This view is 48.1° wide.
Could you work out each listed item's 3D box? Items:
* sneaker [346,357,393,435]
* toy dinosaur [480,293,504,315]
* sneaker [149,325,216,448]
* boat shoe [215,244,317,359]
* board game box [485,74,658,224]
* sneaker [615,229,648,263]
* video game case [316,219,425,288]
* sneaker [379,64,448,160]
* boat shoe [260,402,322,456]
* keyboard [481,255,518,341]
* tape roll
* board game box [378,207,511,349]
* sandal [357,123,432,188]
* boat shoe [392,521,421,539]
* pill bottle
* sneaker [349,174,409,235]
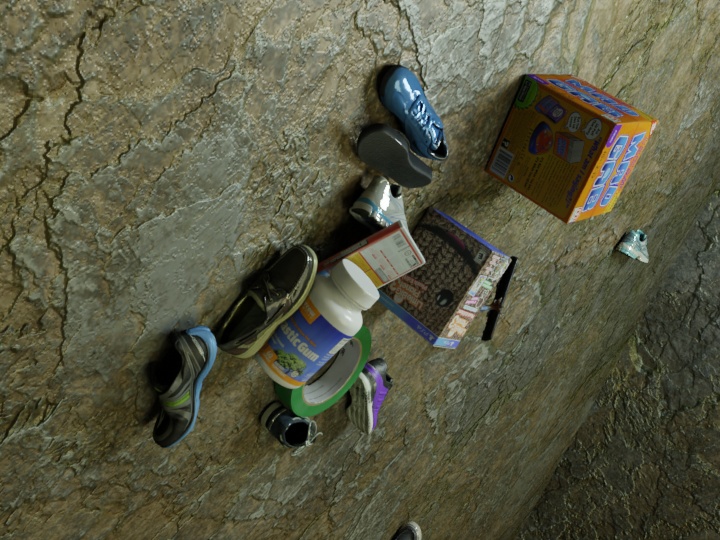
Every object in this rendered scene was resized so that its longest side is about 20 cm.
[{"bbox_3d":[0.028,0.256,1.662,0.099,0.069,0.202,-36,147,-31],"label":"sneaker"},{"bbox_3d":[0.221,0.075,1.736,0.179,0.106,0.201,-4,141,-28],"label":"toy dinosaur"},{"bbox_3d":[-0.268,0.165,1.156,0.082,0.071,0.201,1,121,-38],"label":"sneaker"},{"bbox_3d":[-0.140,0.046,1.196,0.202,0.072,0.066,-52,156,7],"label":"boat shoe"},{"bbox_3d":[0.399,-0.236,1.533,0.199,0.199,0.202,-14,134,-48],"label":"board game box"},{"bbox_3d":[0.860,-0.078,2.491,0.199,0.077,0.087,7,113,-57],"label":"sneaker"},{"bbox_3d":[0.000,0.000,1.319,0.198,0.018,0.143,-28,151,7],"label":"video game case"},{"bbox_3d":[0.091,-0.234,1.223,0.066,0.078,0.200,-47,149,-5],"label":"sneaker"},{"bbox_3d":[-0.120,0.301,1.507,0.075,0.062,0.201,-48,151,-13],"label":"boat shoe"},{"bbox_3d":[0.313,0.065,1.845,0.127,0.020,0.202,95,16,-82],"label":"keyboard"},{"bbox_3d":[-0.065,0.170,1.459,0.200,0.048,0.202,-36,147,-28],"label":"tape roll"},{"bbox_3d":[0.150,0.015,1.489,0.096,0.159,0.201,15,109,-58],"label":"board game box"},{"bbox_3d":[0.051,-0.181,1.247,0.200,0.075,0.043,34,51,-62],"label":"sandal"},{"bbox_3d":[0.110,0.839,2.393,0.092,0.074,0.202,-19,138,-55],"label":"boat shoe"},{"bbox_3d":[-0.068,0.079,1.253,0.200,0.112,0.112,-45,153,14],"label":"pill bottle"},{"bbox_3d":[0.051,-0.093,1.327,0.087,0.074,0.200,-64,157,-10],"label":"sneaker"}]
